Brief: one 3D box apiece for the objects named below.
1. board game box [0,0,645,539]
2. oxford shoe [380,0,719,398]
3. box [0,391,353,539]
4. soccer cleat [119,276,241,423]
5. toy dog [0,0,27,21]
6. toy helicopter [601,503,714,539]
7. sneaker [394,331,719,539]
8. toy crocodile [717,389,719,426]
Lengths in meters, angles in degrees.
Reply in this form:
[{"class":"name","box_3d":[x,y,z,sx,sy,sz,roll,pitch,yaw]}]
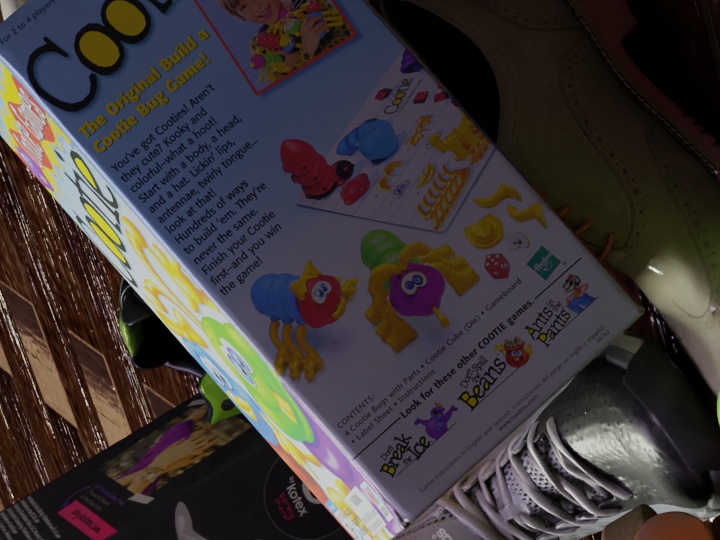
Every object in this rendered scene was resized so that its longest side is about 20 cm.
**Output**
[{"class":"board game box","box_3d":[-0.020,-0.019,0.872,0.200,0.105,0.103,49,167,4]},{"class":"oxford shoe","box_3d":[0.078,-0.026,0.897,0.200,0.074,0.071,56,156,16]},{"class":"box","box_3d":[-0.081,0.145,1.288,0.123,0.200,0.106,64,169,-20]},{"class":"soccer cleat","box_3d":[-0.091,0.003,1.302,0.200,0.081,0.068,43,153,46]},{"class":"toy dog","box_3d":[-0.091,-0.133,1.102,0.200,0.139,0.194,50,143,33]},{"class":"toy helicopter","box_3d":[0.126,0.160,0.854,0.132,0.079,0.200,51,-167,-55]},{"class":"sneaker","box_3d":[0.064,0.088,0.970,0.075,0.115,0.200,53,169,2]},{"class":"toy crocodile","box_3d":[0.155,0.074,0.843,0.062,0.067,0.201,24,135,65]}]
